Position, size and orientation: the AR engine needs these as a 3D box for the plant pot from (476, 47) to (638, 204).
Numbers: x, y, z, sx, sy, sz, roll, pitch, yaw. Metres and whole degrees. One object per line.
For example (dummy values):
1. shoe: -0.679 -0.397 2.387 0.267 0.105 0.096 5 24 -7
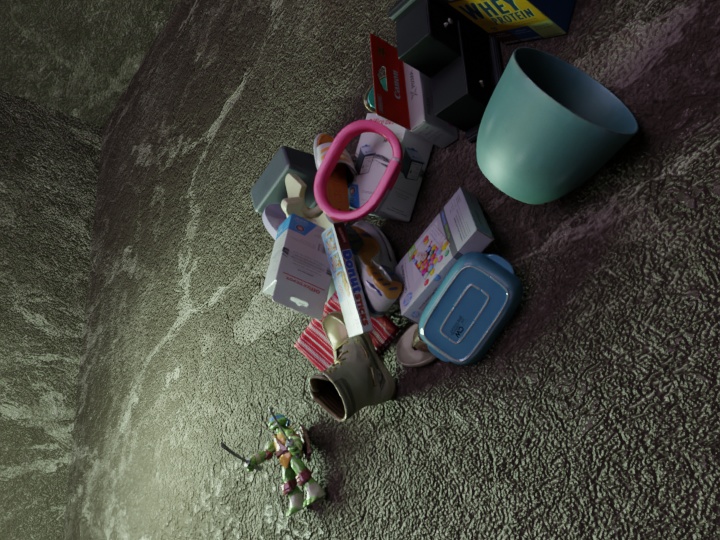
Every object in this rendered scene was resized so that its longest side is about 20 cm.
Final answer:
1. plant pot: 0.263 -0.195 0.887 0.161 0.200 0.201 -59 37 39

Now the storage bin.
1. storage bin: -0.168 -0.208 1.481 0.200 0.134 0.146 -47 44 29

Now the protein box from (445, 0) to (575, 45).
1. protein box: 0.253 -0.516 1.007 0.135 0.200 0.199 14 87 53

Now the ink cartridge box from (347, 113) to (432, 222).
1. ink cartridge box: 0.056 -0.210 1.238 0.146 0.086 0.200 17 92 53

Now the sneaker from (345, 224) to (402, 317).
1. sneaker: 0.000 0.000 1.131 0.088 0.075 0.200 -63 39 35

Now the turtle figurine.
1. turtle figurine: -0.167 0.387 1.219 0.144 0.200 0.194 -30 73 3

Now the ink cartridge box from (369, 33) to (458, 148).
1. ink cartridge box: 0.101 -0.350 1.159 0.044 0.173 0.200 -29 55 42

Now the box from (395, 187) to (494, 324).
1. box: 0.137 -0.027 1.059 0.200 0.041 0.156 -53 20 27

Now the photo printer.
1. photo printer: -0.009 0.009 1.246 0.200 0.069 0.167 -51 43 27

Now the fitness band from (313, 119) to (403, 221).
1. fitness band: -0.005 -0.186 1.158 0.143 0.037 0.200 30 93 17

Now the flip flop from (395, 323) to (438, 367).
1. flip flop: 0.130 0.106 1.039 0.200 0.058 0.081 -29 59 40

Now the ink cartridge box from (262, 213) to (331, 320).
1. ink cartridge box: -0.121 0.002 1.222 0.067 0.116 0.200 -33 39 49

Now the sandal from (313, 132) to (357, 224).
1. sandal: -0.039 -0.189 1.225 0.059 0.079 0.207 -29 63 44

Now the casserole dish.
1. casserole dish: 0.167 0.065 0.965 0.121 0.039 0.200 36 112 14

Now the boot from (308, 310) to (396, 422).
1. boot: -0.039 0.167 1.105 0.072 0.155 0.200 -48 69 34

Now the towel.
1. towel: -0.030 0.130 1.200 0.145 0.022 0.200 43 117 9

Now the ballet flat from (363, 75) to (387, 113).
1. ballet flat: 0.067 -0.370 1.245 0.071 0.071 0.200 2 43 52

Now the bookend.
1. bookend: 0.154 -0.361 1.075 0.092 0.200 0.199 -26 56 44

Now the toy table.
1. toy table: -0.124 -0.119 1.366 0.200 0.184 0.117 38 122 14

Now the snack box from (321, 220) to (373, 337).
1. snack box: -0.025 0.017 1.099 0.072 0.024 0.200 148 108 -66
